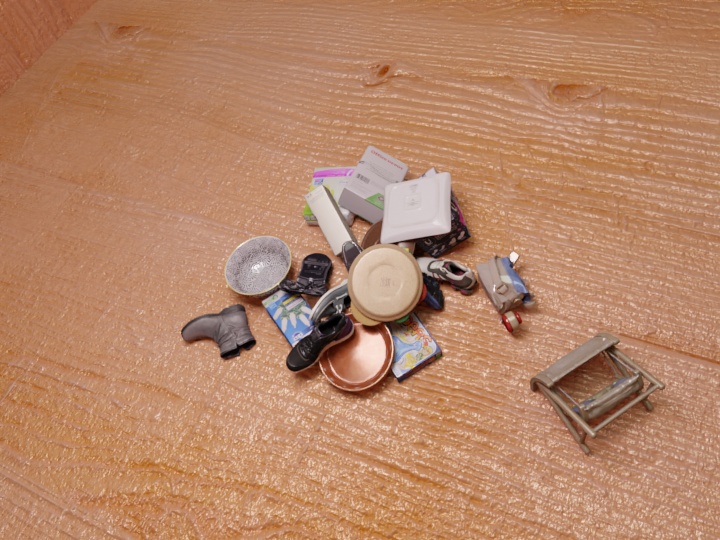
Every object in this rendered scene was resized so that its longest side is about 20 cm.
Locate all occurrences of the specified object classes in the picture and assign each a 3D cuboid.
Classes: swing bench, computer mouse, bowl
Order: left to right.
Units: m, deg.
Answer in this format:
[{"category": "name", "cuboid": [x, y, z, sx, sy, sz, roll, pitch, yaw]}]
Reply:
[{"category": "bowl", "cuboid": [-0.279, 0.008, 1.669, 0.197, 0.095, 0.203, -7, 55, 10]}, {"category": "computer mouse", "cuboid": [-0.138, 0.020, 1.629, 0.136, 0.053, 0.201, 9, 32, 9]}, {"category": "swing bench", "cuboid": [0.519, 0.258, 1.301, 0.197, 0.130, 0.201, -31, 55, -8]}]

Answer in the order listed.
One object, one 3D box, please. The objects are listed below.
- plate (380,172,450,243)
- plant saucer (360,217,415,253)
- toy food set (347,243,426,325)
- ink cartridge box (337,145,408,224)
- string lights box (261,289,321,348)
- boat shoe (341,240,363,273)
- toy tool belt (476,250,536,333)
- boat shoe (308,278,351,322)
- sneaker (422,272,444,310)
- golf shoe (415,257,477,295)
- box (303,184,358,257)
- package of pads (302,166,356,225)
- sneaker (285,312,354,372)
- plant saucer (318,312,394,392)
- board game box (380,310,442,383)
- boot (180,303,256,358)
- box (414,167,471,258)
[{"category": "plate", "cuboid": [0.146, -0.176, 1.574, 0.197, 0.032, 0.203, -9, 56, 23]}, {"category": "plant saucer", "cuboid": [0.063, -0.066, 1.619, 0.199, 0.036, 0.203, -20, 59, 38]}, {"category": "toy food set", "cuboid": [0.065, 0.033, 1.461, 0.195, 0.049, 0.203, -9, 81, 3]}, {"category": "ink cartridge box", "cuboid": [0.040, -0.255, 1.738, 0.145, 0.085, 0.201, 29, 54, -2]}, {"category": "string lights box", "cuboid": [-0.172, 0.138, 1.580, 0.102, 0.059, 0.200, -34, 56, -13]}, {"category": "boat shoe", "cuboid": [0.000, 0.000, 1.566, 0.071, 0.065, 0.202, -20, 68, 0]}, {"category": "toy tool belt", "cuboid": [0.386, 0.047, 1.479, 0.122, 0.125, 0.202, -26, 55, 5]}, {"category": "boat shoe", "cuboid": [-0.060, 0.086, 1.556, 0.062, 0.073, 0.200, 39, 43, 13]}, {"category": "sneaker", "cuboid": [0.138, 0.040, 1.545, 0.199, 0.079, 0.076, 38, 36, -3]}, {"category": "golf shoe", "cuboid": [0.220, -0.005, 1.573, 0.197, 0.088, 0.078, 17, 63, 24]}, {"category": "box", "cuboid": [-0.082, -0.141, 1.682, 0.068, 0.082, 0.202, -30, 79, 10]}, {"category": "package of pads", "cuboid": [-0.082, -0.230, 1.804, 0.152, 0.069, 0.202, 1, 58, 15]}, {"category": "sneaker", "cuboid": [-0.113, 0.170, 1.449, 0.199, 0.088, 0.076, -38, 64, -2]}, {"category": "plant saucer", "cuboid": [-0.010, 0.206, 1.472, 0.197, 0.032, 0.203, -6, 67, 13]}, {"category": "board game box", "cuboid": [0.103, 0.173, 1.510, 0.134, 0.035, 0.201, -30, 55, -8]}, {"category": "boot", "cuboid": [-0.393, 0.184, 1.598, 0.198, 0.070, 0.133, -24, 60, 2]}, {"category": "box", "cuboid": [0.207, -0.163, 1.637, 0.131, 0.114, 0.202, -32, 52, 23]}]
